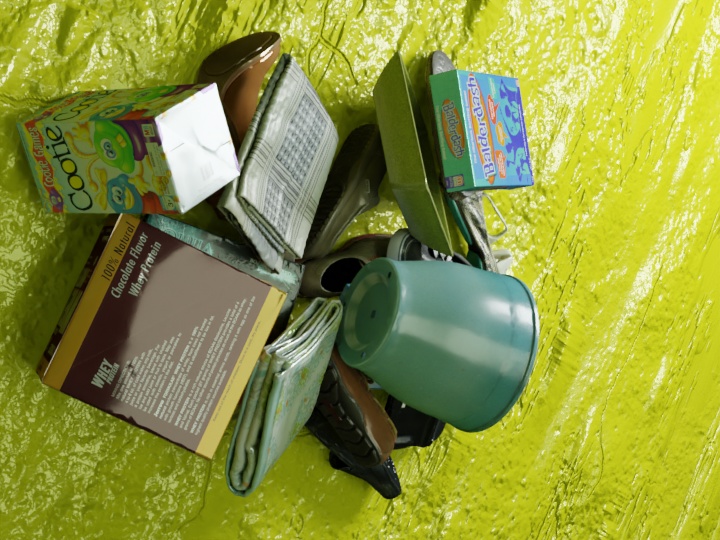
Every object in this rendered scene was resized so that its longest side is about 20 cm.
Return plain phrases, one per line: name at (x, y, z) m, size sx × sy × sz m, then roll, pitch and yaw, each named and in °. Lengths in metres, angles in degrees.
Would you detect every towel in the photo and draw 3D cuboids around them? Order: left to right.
towel at (-0.086, 0.143, 1.523) m, size 0.171 × 0.048 × 0.202 m, roll -44°, pitch 156°, yaw -56°
towel at (-0.083, -0.112, 1.475) m, size 0.193 × 0.034 × 0.202 m, roll 57°, pitch 51°, yaw -63°

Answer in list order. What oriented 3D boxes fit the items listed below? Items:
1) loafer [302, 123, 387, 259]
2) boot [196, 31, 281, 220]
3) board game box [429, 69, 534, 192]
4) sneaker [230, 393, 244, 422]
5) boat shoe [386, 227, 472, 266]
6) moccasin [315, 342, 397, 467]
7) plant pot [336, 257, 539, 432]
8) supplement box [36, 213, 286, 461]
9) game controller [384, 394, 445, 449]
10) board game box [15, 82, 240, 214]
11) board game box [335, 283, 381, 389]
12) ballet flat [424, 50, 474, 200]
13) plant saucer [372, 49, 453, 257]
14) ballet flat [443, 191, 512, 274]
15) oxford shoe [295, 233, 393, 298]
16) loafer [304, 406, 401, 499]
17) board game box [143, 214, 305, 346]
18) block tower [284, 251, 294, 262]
loafer at (-0.014, -0.092, 1.667) m, size 0.067 × 0.076 × 0.201 m, roll 41°, pitch 71°, yaw -32°
boot at (-0.141, -0.172, 1.556) m, size 0.200 × 0.073 × 0.155 m, roll -48°, pitch 131°, yaw -23°
board game box at (0.165, -0.184, 1.758) m, size 0.199 × 0.045 × 0.154 m, roll -9°, pitch 90°, yaw -59°
sneaker at (-0.147, 0.151, 1.597) m, size 0.200 × 0.081 × 0.089 m, roll -41°, pitch 120°, yaw -27°
boat shoe at (0.098, -0.010, 1.752) m, size 0.200 × 0.056 × 0.069 m, roll 23°, pitch 78°, yaw -60°
moccasin at (-0.015, 0.147, 1.643) m, size 0.202 × 0.073 × 0.078 m, roll 54°, pitch 43°, yaw -13°
plant pot at (0.081, 0.073, 1.588) m, size 0.187 × 0.200 × 0.202 m, roll 21°, pitch 85°, yaw -28°
supplement box at (-0.220, 0.068, 1.435) m, size 0.199 × 0.133 × 0.199 m, roll 27°, pitch 83°, yaw -16°
game controller at (0.086, 0.161, 1.781) m, size 0.103 × 0.042 × 0.202 m, roll 1°, pitch 124°, yaw -24°
board game box at (-0.242, -0.126, 1.370) m, size 0.105 × 0.198 × 0.104 m, roll -41°, pitch 124°, yaw -48°
board game box at (0.034, 0.089, 1.727) m, size 0.199 × 0.037 × 0.152 m, roll 3°, pitch 124°, yaw -40°
ballet flat at (0.112, -0.193, 1.767) m, size 0.067 × 0.046 × 0.202 m, roll -15°, pitch 95°, yaw -47°
plant saucer at (0.062, -0.138, 1.655) m, size 0.200 × 0.047 × 0.202 m, roll 62°, pitch 16°, yaw -62°
ballet flat at (0.173, -0.039, 1.837) m, size 0.075 × 0.068 × 0.202 m, roll -20°, pitch 111°, yaw -10°
oxford shoe at (0.000, 0.000, 1.696) m, size 0.199 × 0.074 × 0.071 m, roll -20°, pitch 108°, yaw -37°
loafer at (-0.009, 0.240, 1.749) m, size 0.070 × 0.068 × 0.201 m, roll -30°, pitch 126°, yaw 7°
board game box at (-0.175, 0.026, 1.532) m, size 0.198 × 0.028 × 0.137 m, roll 20°, pitch 85°, yaw -16°
block tower at (-0.099, -0.044, 1.605) m, size 0.053 × 0.058 × 0.202 m, roll 11°, pitch 90°, yaw -2°
